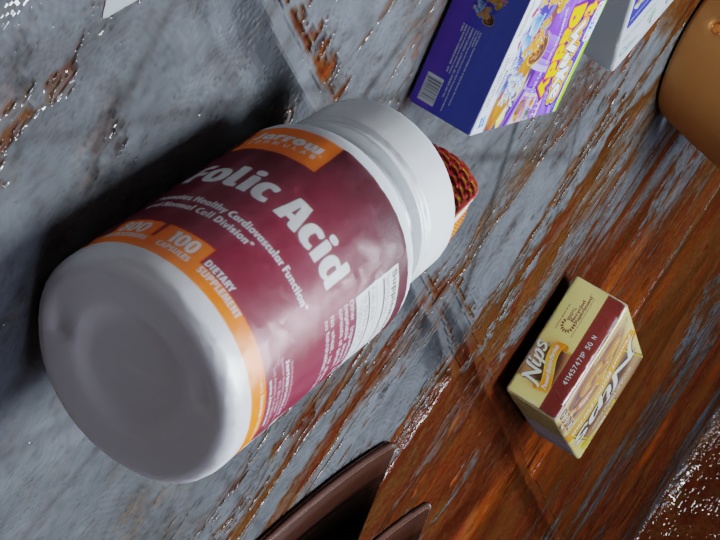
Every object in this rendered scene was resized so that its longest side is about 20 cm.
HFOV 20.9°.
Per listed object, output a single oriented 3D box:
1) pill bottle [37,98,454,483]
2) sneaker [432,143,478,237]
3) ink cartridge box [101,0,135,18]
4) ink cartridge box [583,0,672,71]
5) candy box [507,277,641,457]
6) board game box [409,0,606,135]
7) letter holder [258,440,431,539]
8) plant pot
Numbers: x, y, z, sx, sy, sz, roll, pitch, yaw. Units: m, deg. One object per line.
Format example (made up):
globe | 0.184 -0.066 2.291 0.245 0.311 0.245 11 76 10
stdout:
pill bottle | -0.046 0.001 0.909 0.200 0.114 0.115 -39 154 -46
sneaker | 0.000 0.000 1.098 0.200 0.073 0.077 -34 160 -46
ink cartridge box | -0.042 -0.209 0.707 0.162 0.057 0.201 -39 162 -45
ink cartridge box | 0.193 -0.226 1.265 0.100 0.039 0.201 -48 164 -27
candy box | 0.193 0.090 1.730 0.116 0.055 0.200 -56 161 -6
board game box | 0.112 -0.184 1.130 0.134 0.045 0.201 -22 140 -61
letter holder | -0.006 0.228 1.396 0.200 0.100 0.143 -31 146 -54
plant pot | 0.339 -0.157 1.608 0.200 0.139 0.201 -48 159 -26
